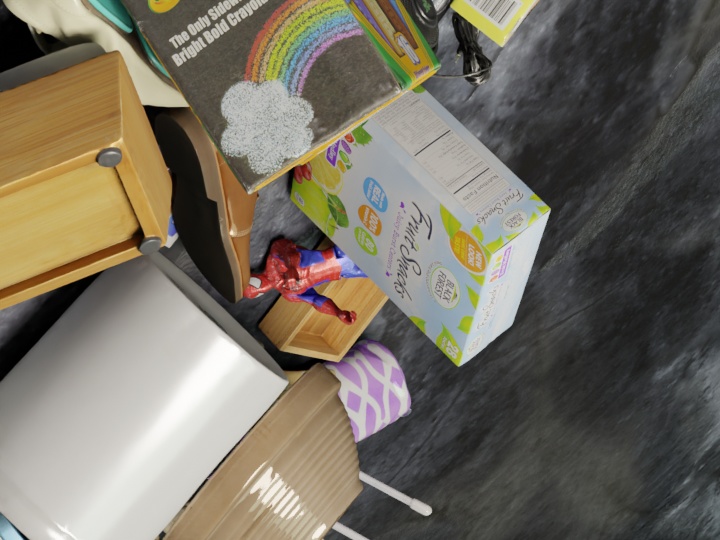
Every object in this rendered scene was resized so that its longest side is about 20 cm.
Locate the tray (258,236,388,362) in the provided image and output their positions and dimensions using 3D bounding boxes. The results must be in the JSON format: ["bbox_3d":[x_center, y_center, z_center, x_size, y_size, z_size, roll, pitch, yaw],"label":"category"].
[{"bbox_3d":[0.005,-0.014,1.669,0.200,0.037,0.098,-52,151,14],"label":"tray"}]

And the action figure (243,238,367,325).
[{"bbox_3d":[0.000,0.000,1.574,0.198,0.099,0.066,-14,120,-1],"label":"action figure"}]

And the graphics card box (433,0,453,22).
[{"bbox_3d":[0.026,-0.253,1.366,0.126,0.051,0.199,-53,152,14],"label":"graphics card box"}]

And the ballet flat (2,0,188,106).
[{"bbox_3d":[-0.164,-0.148,1.250,0.069,0.069,0.200,-46,150,2],"label":"ballet flat"}]

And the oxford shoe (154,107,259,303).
[{"bbox_3d":[-0.093,-0.052,1.401,0.071,0.071,0.201,-37,149,-25],"label":"oxford shoe"}]

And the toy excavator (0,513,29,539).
[{"bbox_3d":[-0.291,0.197,1.496,0.100,0.200,0.194,-40,-164,-10],"label":"toy excavator"}]

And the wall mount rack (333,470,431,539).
[{"bbox_3d":[-0.040,0.219,1.767,0.172,0.075,0.200,-13,-170,21],"label":"wall mount rack"}]

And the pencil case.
[{"bbox_3d":[-0.048,0.133,1.752,0.199,0.085,0.085,-27,110,-30],"label":"pencil case"}]

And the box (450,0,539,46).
[{"bbox_3d":[0.125,-0.231,1.424,0.075,0.050,0.200,-53,-178,30],"label":"box"}]

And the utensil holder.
[{"bbox_3d":[-0.174,0.104,1.448,0.200,0.170,0.170,-47,152,1],"label":"utensil holder"}]

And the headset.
[{"bbox_3d":[0.007,-0.168,1.366,0.199,0.095,0.123,12,146,-31],"label":"headset"}]

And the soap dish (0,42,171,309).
[{"bbox_3d":[-0.220,-0.046,1.224,0.199,0.082,0.158,-21,151,-4],"label":"soap dish"}]

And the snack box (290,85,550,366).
[{"bbox_3d":[0.039,-0.050,1.465,0.068,0.200,0.169,-37,159,-25],"label":"snack box"}]

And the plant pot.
[{"bbox_3d":[-0.063,0.176,1.522,0.201,0.093,0.201,-50,176,-5],"label":"plant pot"}]

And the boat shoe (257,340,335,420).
[{"bbox_3d":[-0.101,0.094,1.640,0.199,0.071,0.077,15,74,-41],"label":"boat shoe"}]

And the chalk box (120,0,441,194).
[{"bbox_3d":[-0.061,-0.171,1.224,0.124,0.201,0.124,-32,-178,18],"label":"chalk box"}]

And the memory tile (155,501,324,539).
[{"bbox_3d":[-0.127,0.250,1.708,0.154,0.198,0.017,93,11,-48],"label":"memory tile"}]

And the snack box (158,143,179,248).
[{"bbox_3d":[-0.097,-0.106,1.421,0.200,0.024,0.072,-49,153,6],"label":"snack box"}]
